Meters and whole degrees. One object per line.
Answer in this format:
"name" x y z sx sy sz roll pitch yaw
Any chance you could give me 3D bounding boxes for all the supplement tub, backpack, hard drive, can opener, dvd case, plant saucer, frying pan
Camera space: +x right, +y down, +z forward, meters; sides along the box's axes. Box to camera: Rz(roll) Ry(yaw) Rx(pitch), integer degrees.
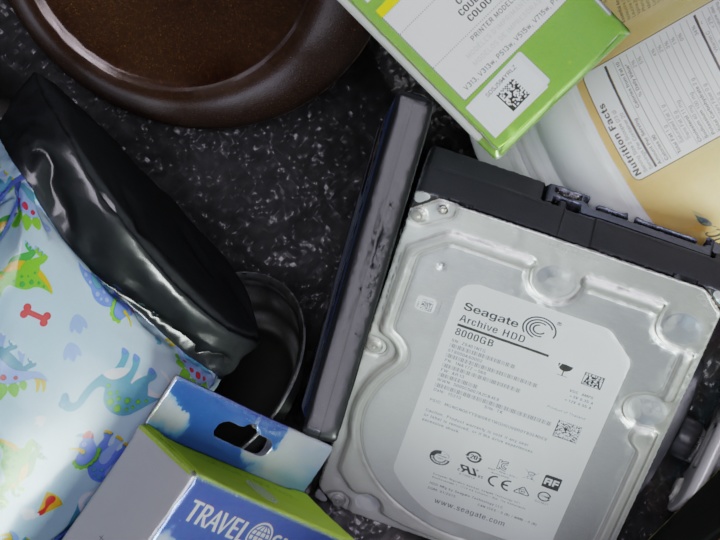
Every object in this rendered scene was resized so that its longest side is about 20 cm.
"supplement tub" 0.160 -0.081 1.145 0.200 0.145 0.145 -29 88 21
"backpack" -0.159 0.047 1.120 0.200 0.154 0.163 -33 122 11
"hard drive" 0.068 0.049 1.150 0.140 0.038 0.200 19 132 0
"can opener" 0.178 0.021 1.207 0.066 0.053 0.200 30 87 -2
"dvd case" 0.000 0.000 1.134 0.018 0.200 0.143 16 89 -2
"plant saucer" -0.084 -0.154 1.179 0.200 0.032 0.200 6 113 16
"frying pan" -0.087 0.083 1.176 0.115 0.031 0.190 8 61 42

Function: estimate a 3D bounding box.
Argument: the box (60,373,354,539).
"box" -0.090 0.151 1.120 0.048 0.122 0.200 40 96 39

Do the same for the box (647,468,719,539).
"box" 0.178 0.160 1.127 0.049 0.160 0.200 31 110 -36

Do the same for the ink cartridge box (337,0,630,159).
"ink cartridge box" 0.003 -0.153 1.065 0.076 0.148 0.200 -44 107 6
